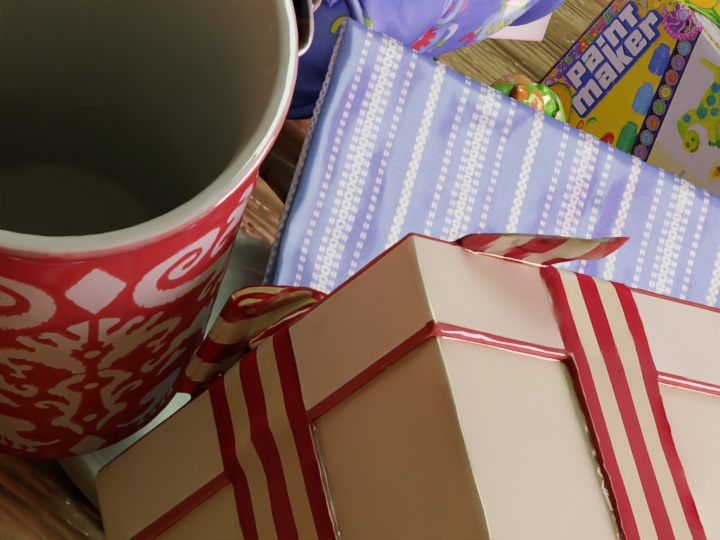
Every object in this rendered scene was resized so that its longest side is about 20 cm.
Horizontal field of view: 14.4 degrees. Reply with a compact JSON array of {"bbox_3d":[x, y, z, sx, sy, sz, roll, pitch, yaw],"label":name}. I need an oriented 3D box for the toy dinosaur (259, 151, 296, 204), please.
[{"bbox_3d":[0.000,0.000,1.136,0.060,0.106,0.201,-22,70,-37],"label":"toy dinosaur"}]

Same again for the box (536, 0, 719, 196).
[{"bbox_3d":[0.208,-0.037,1.407,0.199,0.122,0.193,-1,50,-53],"label":"box"}]

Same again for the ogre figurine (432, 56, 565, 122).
[{"bbox_3d":[0.056,-0.032,1.234,0.120,0.098,0.201,28,41,-64],"label":"ogre figurine"}]

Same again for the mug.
[{"bbox_3d":[-0.115,-0.022,0.865,0.176,0.200,0.134,-14,70,-12],"label":"mug"}]

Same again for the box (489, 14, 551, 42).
[{"bbox_3d":[0.002,-0.175,1.312,0.124,0.098,0.199,30,18,32],"label":"box"}]

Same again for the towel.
[{"bbox_3d":[0.065,0.006,1.049,0.199,0.024,0.146,24,61,-15],"label":"towel"}]

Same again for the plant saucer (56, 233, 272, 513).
[{"bbox_3d":[-0.038,0.041,1.043,0.200,0.050,0.201,33,29,-21],"label":"plant saucer"}]

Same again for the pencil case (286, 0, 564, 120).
[{"bbox_3d":[0.016,-0.120,1.155,0.078,0.087,0.200,56,37,5],"label":"pencil case"}]

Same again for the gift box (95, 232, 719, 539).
[{"bbox_3d":[0.050,0.092,0.896,0.184,0.200,0.188,17,48,-45],"label":"gift box"}]

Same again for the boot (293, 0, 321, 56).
[{"bbox_3d":[-0.057,-0.090,1.022,0.073,0.201,0.095,-31,47,-28],"label":"boot"}]
